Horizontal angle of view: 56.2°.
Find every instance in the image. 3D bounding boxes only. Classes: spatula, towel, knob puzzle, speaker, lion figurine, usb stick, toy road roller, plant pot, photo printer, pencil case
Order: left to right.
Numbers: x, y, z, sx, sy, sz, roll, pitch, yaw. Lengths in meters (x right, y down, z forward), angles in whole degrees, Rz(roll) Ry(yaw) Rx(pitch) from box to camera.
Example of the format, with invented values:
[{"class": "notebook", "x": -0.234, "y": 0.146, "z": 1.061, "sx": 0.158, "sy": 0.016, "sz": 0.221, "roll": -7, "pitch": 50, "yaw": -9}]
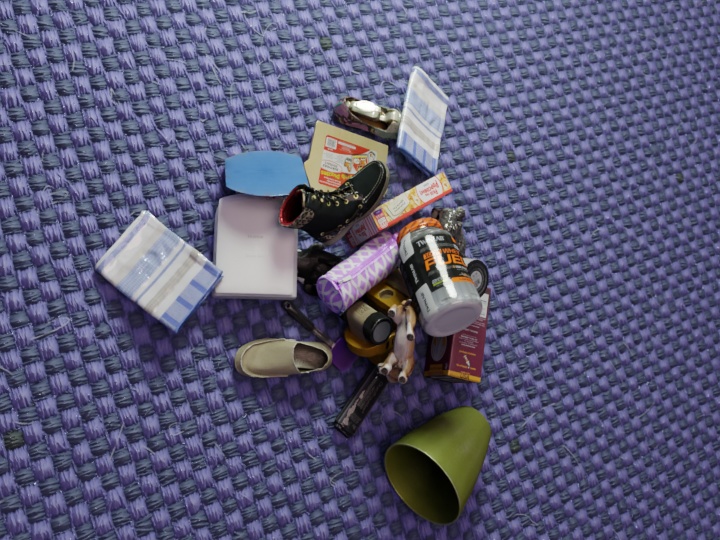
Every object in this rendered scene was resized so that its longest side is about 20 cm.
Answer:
[{"class": "towel", "x": -0.365, "y": -0.001, "z": 1.227, "sx": 0.198, "sy": 0.024, "sz": 0.148, "roll": 37, "pitch": 70, "yaw": 5}, {"class": "photo printer", "x": -0.202, "y": -0.048, "z": 1.302, "sx": 0.162, "sy": 0.069, "sz": 0.206, "roll": 2, "pitch": 80, "yaw": -8}, {"class": "spatula", "x": -0.085, "y": 0.128, "z": 1.368, "sx": 0.199, "sy": 0.020, "sz": 0.057, "roll": 41, "pitch": 76, "yaw": -12}, {"class": "knob puzzle", "x": -0.034, "y": -0.193, "z": 1.437, "sx": 0.214, "sy": 0.030, "sz": 0.226, "roll": 4, "pitch": 80, "yaw": -25}, {"class": "pencil case", "x": 0.000, "y": 0.000, "z": 1.326, "sx": 0.084, "sy": 0.086, "sz": 0.199, "roll": 40, "pitch": 54, "yaw": 16}, {"class": "usb stick", "x": 0.017, "y": 0.249, "z": 1.390, "sx": 0.055, "sy": 0.032, "sz": 0.201, "roll": 44, "pitch": 67, "yaw": -19}, {"class": "toy road roller", "x": 0.056, "y": 0.105, "z": 1.371, "sx": 0.198, "sy": 0.122, "sz": 0.149, "roll": -31, "pitch": 128, "yaw": -25}, {"class": "lion figurine", "x": 0.078, "y": 0.128, "z": 1.257, "sx": 0.071, "sy": 0.123, "sz": 0.205, "roll": 18, "pitch": 111, "yaw": 9}, {"class": "towel", "x": 0.141, "y": -0.331, "z": 1.501, "sx": 0.146, "sy": 0.023, "sz": 0.205, "roll": 30, "pitch": 66, "yaw": -46}, {"class": "speaker", "x": 0.168, "y": 0.010, "z": 1.400, "sx": 0.080, "sy": 0.198, "sz": 0.084, "roll": -4, "pitch": 97, "yaw": -37}, {"class": "plant pot", "x": 0.178, "y": 0.374, "z": 1.380, "sx": 0.199, "sy": 0.186, "sz": 0.190, "roll": -35, "pitch": 96, "yaw": -40}]

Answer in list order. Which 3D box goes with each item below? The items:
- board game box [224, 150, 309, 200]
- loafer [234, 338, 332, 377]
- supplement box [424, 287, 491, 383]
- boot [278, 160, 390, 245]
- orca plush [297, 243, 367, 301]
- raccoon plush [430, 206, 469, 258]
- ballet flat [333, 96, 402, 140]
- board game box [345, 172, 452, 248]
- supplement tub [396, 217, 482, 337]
[{"class": "board game box", "x": -0.184, "y": -0.174, "z": 1.310, "sx": 0.154, "sy": 0.201, "sz": 0.040, "roll": -3, "pitch": 123, "yaw": -12}, {"class": "loafer", "x": -0.145, "y": 0.166, "z": 1.303, "sx": 0.195, "sy": 0.068, "sz": 0.078, "roll": -3, "pitch": 83, "yaw": -17}, {"class": "supplement box", "x": 0.208, "y": 0.134, "z": 1.452, "sx": 0.084, "sy": 0.110, "sz": 0.205, "roll": 14, "pitch": 76, "yaw": -21}, {"class": "boot", "x": -0.047, "y": -0.136, "z": 1.255, "sx": 0.153, "sy": 0.204, "sz": 0.074, "roll": 15, "pitch": 35, "yaw": -56}, {"class": "orca plush", "x": -0.063, "y": 0.006, "z": 1.370, "sx": 0.198, "sy": 0.071, "sz": 0.107, "roll": 33, "pitch": 70, "yaw": -16}, {"class": "raccoon plush", "x": 0.223, "y": -0.066, "z": 1.476, "sx": 0.197, "sy": 0.133, "sz": 0.099, "roll": 28, "pitch": 70, "yaw": -17}, {"class": "ballet flat", "x": 0.038, "y": -0.334, "z": 1.469, "sx": 0.195, "sy": 0.071, "sz": 0.071, "roll": 10, "pitch": 77, "yaw": -23}, {"class": "board game box", "x": 0.076, "y": -0.126, "z": 1.410, "sx": 0.198, "sy": 0.151, "sz": 0.047, "roll": -30, "pitch": 92, "yaw": -24}, {"class": "supplement tub", "x": 0.142, "y": 0.010, "z": 1.270, "sx": 0.120, "sy": 0.123, "sz": 0.203, "roll": -5, "pitch": 56, "yaw": -24}]
